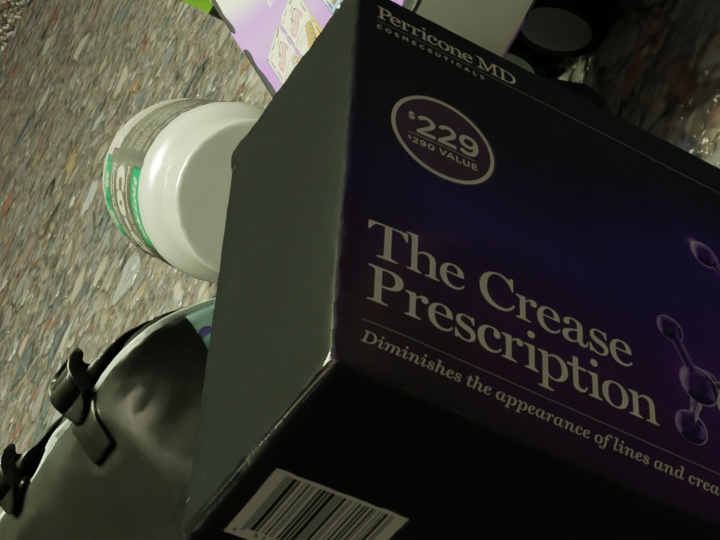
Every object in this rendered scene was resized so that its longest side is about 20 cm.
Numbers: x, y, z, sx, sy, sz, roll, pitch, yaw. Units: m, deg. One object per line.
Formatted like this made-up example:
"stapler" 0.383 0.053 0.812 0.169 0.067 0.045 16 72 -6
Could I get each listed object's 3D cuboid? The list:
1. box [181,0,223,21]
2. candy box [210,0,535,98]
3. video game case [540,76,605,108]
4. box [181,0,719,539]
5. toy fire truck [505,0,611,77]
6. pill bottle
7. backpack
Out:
"box" -0.014 -0.204 0.954 0.149 0.200 0.124 -54 23 28
"candy box" -0.010 -0.167 0.738 0.200 0.071 0.168 58 146 23
"video game case" 0.011 -0.003 0.767 0.019 0.143 0.200 48 118 27
"box" 0.063 0.031 0.468 0.079 0.200 0.141 -51 24 36
"toy fire truck" 0.041 -0.198 0.801 0.176 0.200 0.129 -32 39 58
"pill bottle" -0.092 -0.052 1.109 0.113 0.113 0.200 -66 19 -2
"backpack" -0.014 0.073 0.672 0.200 0.151 0.178 -29 -16 -43
